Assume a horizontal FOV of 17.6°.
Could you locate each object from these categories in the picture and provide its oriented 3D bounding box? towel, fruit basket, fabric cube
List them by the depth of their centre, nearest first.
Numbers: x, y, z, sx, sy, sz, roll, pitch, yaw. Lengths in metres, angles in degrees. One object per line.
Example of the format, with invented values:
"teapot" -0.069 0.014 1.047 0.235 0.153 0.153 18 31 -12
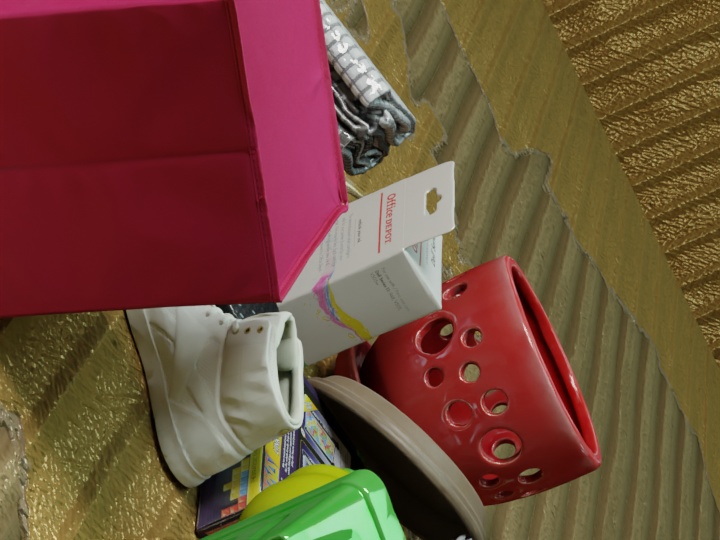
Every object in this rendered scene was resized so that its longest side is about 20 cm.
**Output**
"fruit basket" -0.041 0.204 1.450 0.156 0.215 0.216 69 17 8
"fabric cube" -0.134 -0.094 1.468 0.196 0.199 0.200 -58 142 -68
"towel" -0.036 -0.167 1.967 0.166 0.086 0.200 52 4 8

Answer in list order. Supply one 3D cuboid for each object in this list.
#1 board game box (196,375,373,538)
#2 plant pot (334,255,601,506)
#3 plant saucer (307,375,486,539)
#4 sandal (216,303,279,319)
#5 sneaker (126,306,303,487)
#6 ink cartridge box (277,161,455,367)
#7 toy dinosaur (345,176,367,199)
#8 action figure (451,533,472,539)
"board game box" -0.052 0.171 1.720 0.165 0.057 0.200 55 21 -29
"plant pot" 0.089 0.112 1.996 0.201 0.182 0.200 60 13 -22
"plant saucer" 0.027 0.152 1.833 0.200 0.029 0.200 39 -17 15
"sandal" -0.113 -0.001 1.782 0.075 0.045 0.200 40 14 -38
"sneaker" -0.098 0.043 1.646 0.074 0.115 0.200 34 34 -58
"ink cartridge box" 0.000 0.000 1.855 0.067 0.200 0.117 58 19 -27
"toy dinosaur" -0.070 -0.098 1.882 0.200 0.058 0.101 32 42 3
"action figure" 0.088 0.270 1.780 0.069 0.200 0.130 -23 84 -42
